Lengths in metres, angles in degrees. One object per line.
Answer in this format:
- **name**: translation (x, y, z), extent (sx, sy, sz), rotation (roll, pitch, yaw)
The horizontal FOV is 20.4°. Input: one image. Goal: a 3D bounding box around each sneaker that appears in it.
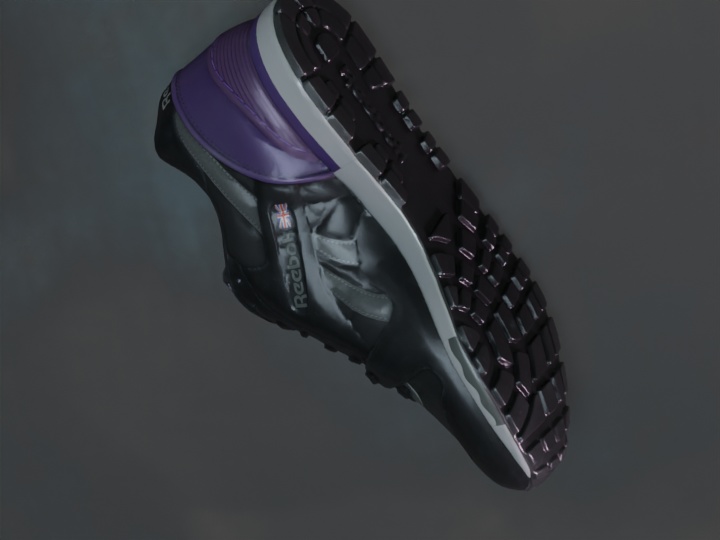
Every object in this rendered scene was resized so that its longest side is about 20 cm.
- **sneaker**: translation (0.000, 0.000, 0.744), extent (0.087, 0.076, 0.201), rotation (-30, 94, 29)
